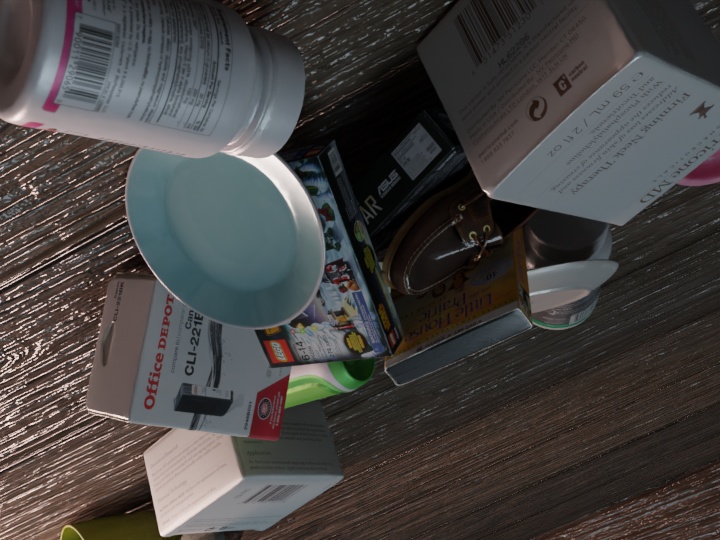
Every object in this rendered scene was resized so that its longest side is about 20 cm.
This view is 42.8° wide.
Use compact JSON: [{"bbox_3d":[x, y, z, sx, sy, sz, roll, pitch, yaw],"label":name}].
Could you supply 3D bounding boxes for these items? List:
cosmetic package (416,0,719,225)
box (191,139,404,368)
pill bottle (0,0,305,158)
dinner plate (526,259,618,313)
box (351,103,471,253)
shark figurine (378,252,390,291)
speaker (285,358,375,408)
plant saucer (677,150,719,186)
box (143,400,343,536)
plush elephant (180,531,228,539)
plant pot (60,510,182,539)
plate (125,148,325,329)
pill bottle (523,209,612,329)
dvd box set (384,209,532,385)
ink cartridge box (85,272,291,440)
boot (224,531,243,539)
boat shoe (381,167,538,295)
[{"bbox_3d":[0.191,-0.161,0.774,0.199,0.167,0.167,6,141,-42],"label":"cosmetic package"},{"bbox_3d":[-0.055,-0.008,0.836,0.136,0.040,0.201,-9,115,29],"label":"box"},{"bbox_3d":[-0.145,-0.141,0.642,0.199,0.114,0.113,7,141,-40],"label":"pill bottle"},{"bbox_3d":[0.178,0.027,0.980,0.198,0.025,0.200,-10,167,-2],"label":"dinner plate"},{"bbox_3d":[0.050,-0.083,0.871,0.200,0.044,0.160,-45,171,37],"label":"box"},{"bbox_3d":[-0.014,0.018,1.046,0.213,0.089,0.129,-21,119,-16],"label":"shark figurine"},{"bbox_3d":[-0.081,0.124,1.123,0.199,0.089,0.088,-20,156,34],"label":"speaker"},{"bbox_3d":[0.422,-0.175,1.023,0.199,0.051,0.201,-15,150,-9],"label":"plant saucer"},{"bbox_3d":[-0.170,0.281,1.326,0.200,0.132,0.198,-39,147,30],"label":"box"},{"bbox_3d":[-0.225,0.446,1.391,0.198,0.165,0.156,19,115,-13],"label":"plush elephant"},{"bbox_3d":[-0.359,0.473,1.503,0.199,0.188,0.187,-14,153,-37],"label":"plant pot"},{"bbox_3d":[-0.116,-0.040,0.805,0.200,0.200,0.026,-46,-177,38],"label":"plate"},{"bbox_3d":[0.241,-0.018,1.106,0.112,0.114,0.200,-19,151,-3],"label":"pill bottle"},{"bbox_3d":[0.093,0.009,0.901,0.146,0.201,0.029,-27,121,25],"label":"dvd box set"},{"bbox_3d":[-0.171,0.094,0.966,0.083,0.146,0.199,1,168,44],"label":"ink cartridge box"},{"bbox_3d":[-0.214,0.440,1.528,0.064,0.188,0.200,13,144,-17],"label":"boot"},{"bbox_3d":[0.105,-0.045,0.848,0.200,0.070,0.071,-43,140,-23],"label":"boat shoe"}]
